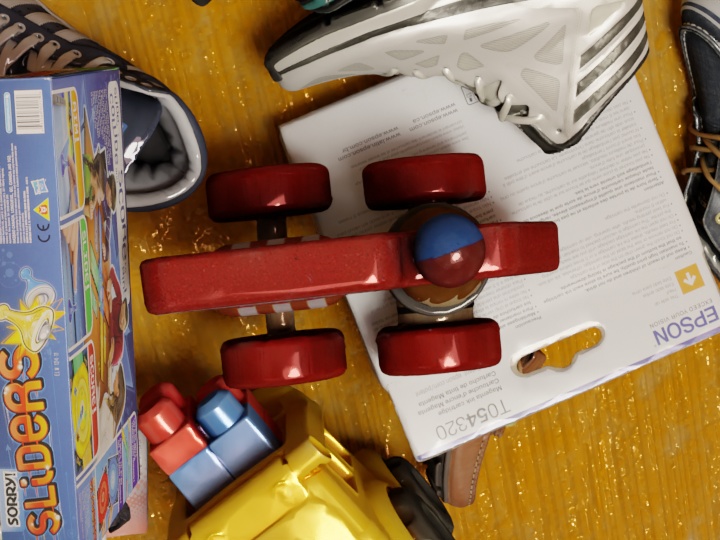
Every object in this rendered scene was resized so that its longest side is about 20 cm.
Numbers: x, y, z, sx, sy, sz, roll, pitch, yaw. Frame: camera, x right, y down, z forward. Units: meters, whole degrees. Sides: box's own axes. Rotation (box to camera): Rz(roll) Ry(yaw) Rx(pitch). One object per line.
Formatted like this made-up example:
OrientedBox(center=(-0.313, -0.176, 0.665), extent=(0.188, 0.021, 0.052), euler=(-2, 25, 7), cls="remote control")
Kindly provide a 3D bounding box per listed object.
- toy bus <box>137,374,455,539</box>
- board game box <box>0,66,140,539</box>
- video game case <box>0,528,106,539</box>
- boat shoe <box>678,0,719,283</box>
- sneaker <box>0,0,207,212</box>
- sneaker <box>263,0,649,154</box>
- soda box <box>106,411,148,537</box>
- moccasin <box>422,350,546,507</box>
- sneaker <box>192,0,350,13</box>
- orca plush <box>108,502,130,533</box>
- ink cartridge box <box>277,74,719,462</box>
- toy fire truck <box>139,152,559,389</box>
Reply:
OrientedBox(center=(-0.047, 0.129, 0.861), extent=(0.135, 0.200, 0.192), euler=(-39, 99, 4), cls="toy bus")
OrientedBox(center=(-0.128, 0.014, 0.674), extent=(0.034, 0.135, 0.202), euler=(-1, 98, 3), cls="board game box")
OrientedBox(center=(-0.231, 0.204, 0.857), extent=(0.180, 0.024, 0.201), euler=(-8, 135, -16), cls="video game case")
OrientedBox(center=(0.225, -0.071, 0.933), extent=(0.091, 0.071, 0.201), euler=(-40, 121, -6), cls="boat shoe")
OrientedBox(center=(-0.162, -0.094, 0.760), extent=(0.199, 0.109, 0.070), euler=(27, 99, -27), cls="sneaker")
OrientedBox(center=(0.055, -0.102, 0.803), extent=(0.199, 0.076, 0.116), euler=(-17, 108, 13), cls="sneaker")
OrientedBox(center=(-0.218, 0.114, 0.847), extent=(0.198, 0.064, 0.069), euler=(-5, 112, -19), cls="soda box")
OrientedBox(center=(0.084, 0.047, 0.933), extent=(0.077, 0.074, 0.203), euler=(10, 97, -15), cls="moccasin")
OrientedBox(center=(0.003, -0.166, 0.765), extent=(0.198, 0.080, 0.072), euler=(-4, 148, 14), cls="sneaker")
OrientedBox(center=(-0.186, 0.054, 0.804), extent=(0.071, 0.105, 0.201), euler=(-35, 91, 33), cls="orca plush")
OrientedBox(center=(0.079, -0.024, 0.861), extent=(0.195, 0.043, 0.201), euler=(-22, 92, -3), cls="ink cartridge box")
OrientedBox(center=(0.000, 0.000, 0.753), extent=(0.198, 0.168, 0.113), euler=(-5, 91, -1), cls="toy fire truck")
